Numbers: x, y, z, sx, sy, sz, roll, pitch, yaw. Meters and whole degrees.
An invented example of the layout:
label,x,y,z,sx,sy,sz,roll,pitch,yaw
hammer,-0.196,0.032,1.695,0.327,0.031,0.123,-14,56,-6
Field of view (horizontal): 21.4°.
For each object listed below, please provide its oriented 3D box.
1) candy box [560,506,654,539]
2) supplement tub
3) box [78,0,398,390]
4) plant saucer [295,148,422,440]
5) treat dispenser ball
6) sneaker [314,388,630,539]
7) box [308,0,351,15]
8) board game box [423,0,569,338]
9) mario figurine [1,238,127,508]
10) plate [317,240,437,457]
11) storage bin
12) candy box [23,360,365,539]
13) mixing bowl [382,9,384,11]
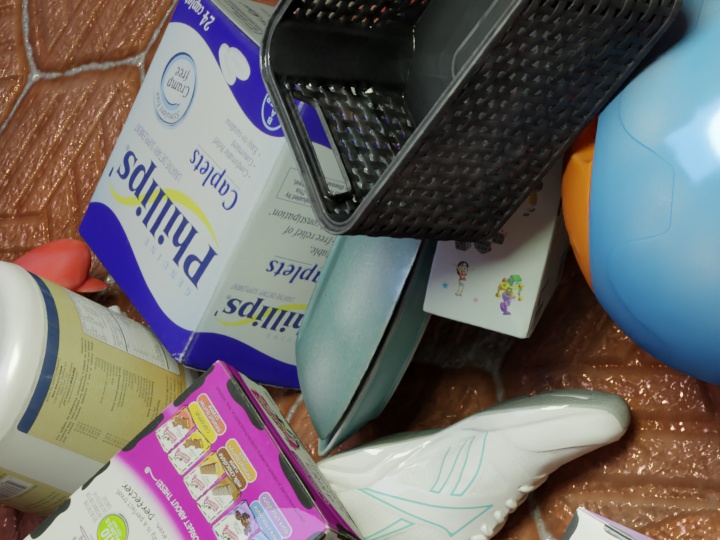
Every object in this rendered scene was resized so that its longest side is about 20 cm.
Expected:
label,x,y,z,sx,sy,sz,roll,pitch,yaw
candy box,0.125,0.231,0.883,0.071,0.167,0.201,28,89,49
supplement tub,-0.193,0.092,1.250,0.144,0.200,0.145,-22,54,35
box,-0.077,-0.057,1.259,0.184,0.104,0.201,46,116,48
plant saucer,0.000,0.000,1.122,0.201,0.038,0.202,-156,90,-86
treat dispenser ball,0.199,-0.042,0.932,0.200,0.200,0.202,-22,54,35
sneaker,0.068,0.120,1.087,0.199,0.070,0.081,-20,85,27
box,-0.033,-0.291,1.379,0.077,0.095,0.201,-25,54,32
board game box,0.095,-0.080,1.048,0.064,0.148,0.201,14,104,8
mario figurine,-0.223,0.077,1.402,0.123,0.106,0.202,8,84,9
plate,0.023,0.022,1.142,0.200,0.025,0.201,-157,90,-85
storage bin,0.047,-0.120,0.912,0.200,0.093,0.136,-53,48,41
candy box,-0.108,0.170,1.087,0.200,0.061,0.137,-41,54,7
mixing bowl,0.086,-0.167,1.183,0.199,0.108,0.201,-23,53,35
